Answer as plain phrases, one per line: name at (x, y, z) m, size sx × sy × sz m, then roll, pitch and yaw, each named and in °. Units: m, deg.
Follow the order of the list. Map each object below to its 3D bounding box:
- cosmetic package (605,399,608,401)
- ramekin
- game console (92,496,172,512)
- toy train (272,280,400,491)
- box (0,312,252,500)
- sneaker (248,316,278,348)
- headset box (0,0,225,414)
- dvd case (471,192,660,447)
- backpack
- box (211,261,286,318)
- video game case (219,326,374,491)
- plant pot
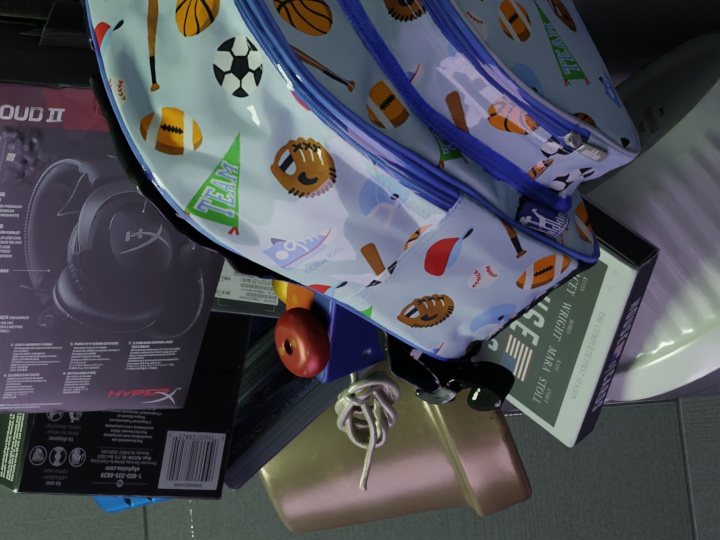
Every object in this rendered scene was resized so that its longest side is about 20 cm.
cosmetic package at (0.144, 0.025, 1.236) m, size 0.101 × 0.071 × 0.200 m, roll -27°, pitch -159°, yaw -11°
ramekin at (0.167, -0.037, 0.889) m, size 0.200 × 0.105 × 0.200 m, roll -39°, pitch -168°, yaw 10°
game console at (-0.167, 0.073, 1.270) m, size 0.118 × 0.171 × 0.200 m, roll 34°, pitch 155°, yaw -18°
toy train at (-0.026, 0.006, 0.857) m, size 0.084 × 0.200 × 0.116 m, roll -19°, pitch -136°, yaw -32°
box at (-0.187, 0.059, 1.047) m, size 0.148 × 0.125 × 0.200 m, roll 9°, pitch -178°, yaw -41°
sneaker at (-0.072, 0.006, 1.158) m, size 0.200 × 0.074 × 0.082 m, roll -45°, pitch -168°, yaw -37°
headset box at (-0.140, -0.032, 0.811) m, size 0.148 × 0.200 × 0.077 m, roll 0°, pitch -149°, yaw -30°
dvd case at (0.050, -0.015, 0.859) m, size 0.025 × 0.200 × 0.151 m, roll -38°, pitch 155°, yaw -31°
backpack at (-0.004, -0.071, 0.624) m, size 0.190 × 0.200 × 0.154 m, roll 15°, pitch 128°, yaw -43°
box at (0.000, 0.000, 1.033) m, size 0.199 × 0.051 × 0.158 m, roll 8°, pitch -172°, yaw -8°
video game case at (-0.048, 0.067, 1.128) m, size 0.143 × 0.019 × 0.200 m, roll -42°, pitch -165°, yaw -2°
plant pot at (0.008, 0.104, 1.229) m, size 0.174 × 0.201 × 0.200 m, roll -22°, pitch 170°, yaw 0°
